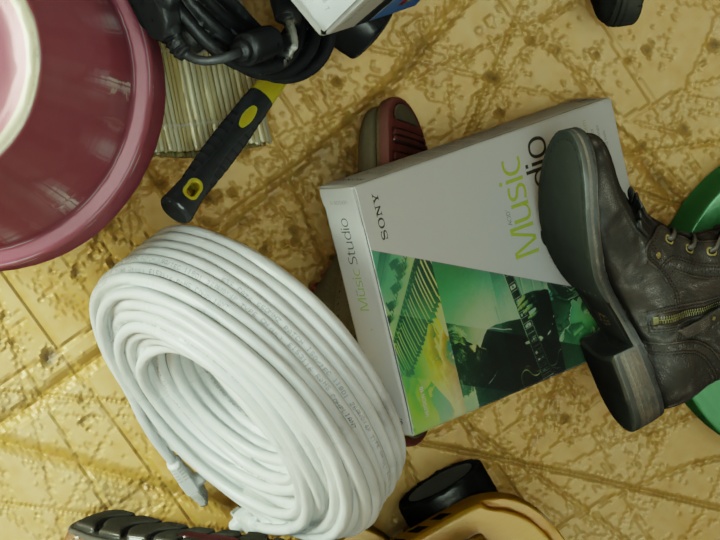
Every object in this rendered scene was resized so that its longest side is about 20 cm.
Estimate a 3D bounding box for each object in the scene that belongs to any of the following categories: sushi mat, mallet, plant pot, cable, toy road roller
[{"bbox_3d":[-0.104,-0.161,1.425,0.096,0.012,0.200,-10,88,-45],"label":"sushi mat"},{"bbox_3d":[-0.059,-0.107,1.421,0.066,0.041,0.200,46,55,-5],"label":"mallet"},{"bbox_3d":[-0.207,-0.097,1.305,0.200,0.179,0.200,0,90,3],"label":"plant pot"},{"bbox_3d":[-0.059,0.064,1.410,0.069,0.200,0.200,-45,120,-24],"label":"cable"},{"bbox_3d":[0.029,0.202,1.466,0.200,0.146,0.123,-29,97,-4],"label":"toy road roller"},{"bbox_3d":[-0.080,-0.194,1.377,0.051,0.163,0.200,-36,77,36],"label":"cable"}]

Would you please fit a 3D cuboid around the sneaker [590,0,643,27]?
[{"bbox_3d":[0.097,-0.233,1.466,0.104,0.060,0.200,-9,94,-9],"label":"sneaker"}]

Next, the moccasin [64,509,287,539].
[{"bbox_3d":[-0.085,0.187,1.438,0.201,0.074,0.078,5,104,32],"label":"moccasin"}]

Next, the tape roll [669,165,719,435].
[{"bbox_3d":[0.274,0.019,1.532,0.200,0.048,0.201,-1,98,-8],"label":"tape roll"}]

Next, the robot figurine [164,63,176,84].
[{"bbox_3d":[-0.210,-0.096,1.435,0.200,0.058,0.145,-30,100,-4],"label":"robot figurine"}]

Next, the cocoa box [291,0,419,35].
[{"bbox_3d":[-0.013,-0.244,1.348,0.133,0.131,0.200,-42,85,24],"label":"cocoa box"}]

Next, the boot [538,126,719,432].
[{"bbox_3d":[0.201,-0.015,1.456,0.174,0.069,0.200,-23,115,-12],"label":"boot"}]

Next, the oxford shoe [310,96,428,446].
[{"bbox_3d":[0.000,0.000,1.477,0.075,0.070,0.200,-2,81,28],"label":"oxford shoe"}]

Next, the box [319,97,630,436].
[{"bbox_3d":[0.077,-0.005,1.458,0.200,0.036,0.144,-21,102,-35],"label":"box"}]
